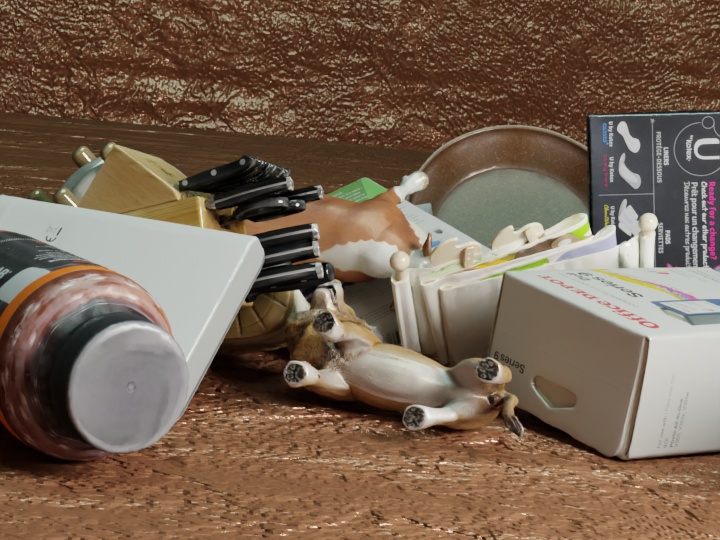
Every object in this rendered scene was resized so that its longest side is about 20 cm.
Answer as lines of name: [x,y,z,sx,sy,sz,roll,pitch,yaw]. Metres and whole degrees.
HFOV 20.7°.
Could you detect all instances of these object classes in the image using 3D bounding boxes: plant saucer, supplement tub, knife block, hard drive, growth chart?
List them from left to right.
supplement tub: [-0.171,0.042,1.089,0.107,0.108,0.200,0,9,-33]
hard drive: [-0.175,0.019,1.242,0.199,0.132,0.026,10,-35,26]
knife block: [-0.113,0.006,1.299,0.175,0.200,0.064,38,10,24]
plant saucer: [0.136,-0.035,1.712,0.199,0.201,0.037,6,-31,4]
growth chart: [0.115,0.015,1.346,0.199,0.145,0.018,-10,47,-11]

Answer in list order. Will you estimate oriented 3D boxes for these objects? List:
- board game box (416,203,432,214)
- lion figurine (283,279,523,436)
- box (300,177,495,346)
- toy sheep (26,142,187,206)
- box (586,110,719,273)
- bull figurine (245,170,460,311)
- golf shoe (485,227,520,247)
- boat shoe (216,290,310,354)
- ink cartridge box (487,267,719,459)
board game box: [-0.044,-0.013,1.601,0.199,0.034,0.134,-8,12,9]
lion figurine: [0.029,0.067,1.238,0.199,0.073,0.122,25,0,23]
box: [0.000,0.000,1.451,0.144,0.036,0.200,-25,33,-23]
toy sheep: [-0.175,-0.028,1.482,0.137,0.139,0.200,3,4,-19]
box: [0.236,-0.053,1.492,0.114,0.133,0.200,-2,2,11]
bull figurine: [-0.013,-0.025,1.397,0.199,0.065,0.121,6,25,16]
golf shoe: [0.105,0.006,1.599,0.199,0.089,0.077,1,11,-16]
boat shoe: [-0.123,0.029,1.379,0.199,0.074,0.069,6,-16,29]
ink cartridge box: [0.203,0.057,1.286,0.199,0.088,0.145,-2,17,-35]
